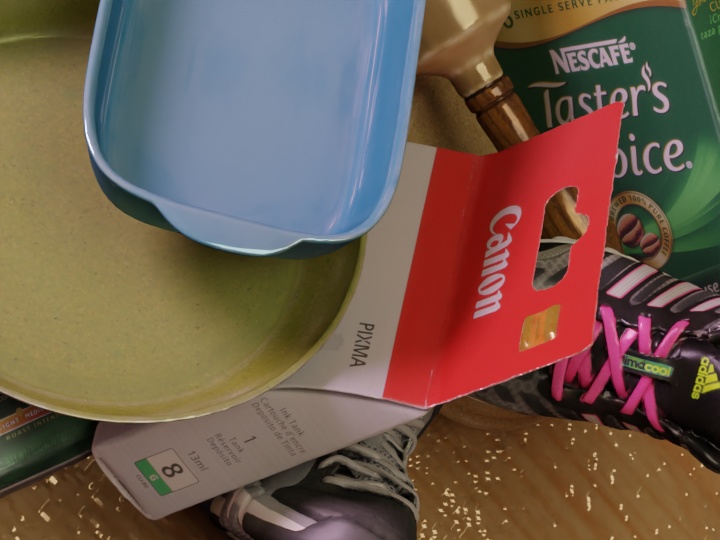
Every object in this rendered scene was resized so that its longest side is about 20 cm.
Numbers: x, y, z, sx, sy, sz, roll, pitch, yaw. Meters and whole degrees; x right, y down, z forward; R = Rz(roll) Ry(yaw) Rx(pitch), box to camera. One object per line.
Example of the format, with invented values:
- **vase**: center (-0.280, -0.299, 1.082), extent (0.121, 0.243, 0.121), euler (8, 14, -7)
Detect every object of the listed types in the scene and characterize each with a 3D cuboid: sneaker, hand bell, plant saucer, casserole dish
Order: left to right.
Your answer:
- **plant saucer**: center (-0.096, -0.027, 0.930), extent (0.199, 0.031, 0.201), euler (9, 58, -15)
- **casserole dish**: center (-0.041, -0.083, 0.942), extent (0.121, 0.039, 0.201), euler (14, 57, -10)
- **sneaker**: center (-0.001, 0.069, 1.001), extent (0.075, 0.200, 0.116), euler (35, 82, -12)
- **hand bell**: center (0.058, -0.067, 1.054), extent (0.104, 0.104, 0.200), euler (-34, 95, -32)
- **sneaker**: center (0.119, 0.036, 0.991), extent (0.199, 0.087, 0.074), euler (13, 96, -13)

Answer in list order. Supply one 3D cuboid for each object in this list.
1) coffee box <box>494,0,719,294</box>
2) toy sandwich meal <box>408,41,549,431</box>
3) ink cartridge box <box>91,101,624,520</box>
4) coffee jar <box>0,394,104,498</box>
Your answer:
- **coffee box**: center (0.130, -0.037, 1.091), extent (0.044, 0.123, 0.201), euler (-26, 105, -39)
- **toy sandwich meal**: center (0.045, -0.025, 1.140), extent (0.205, 0.070, 0.206), euler (5, 82, -43)
- **ink cartridge box**: center (0.000, 0.000, 0.976), extent (0.050, 0.200, 0.161), euler (51, 31, -27)
- **coffee jar**: center (-0.175, -0.008, 0.979), extent (0.104, 0.085, 0.201), euler (-24, 95, -35)
